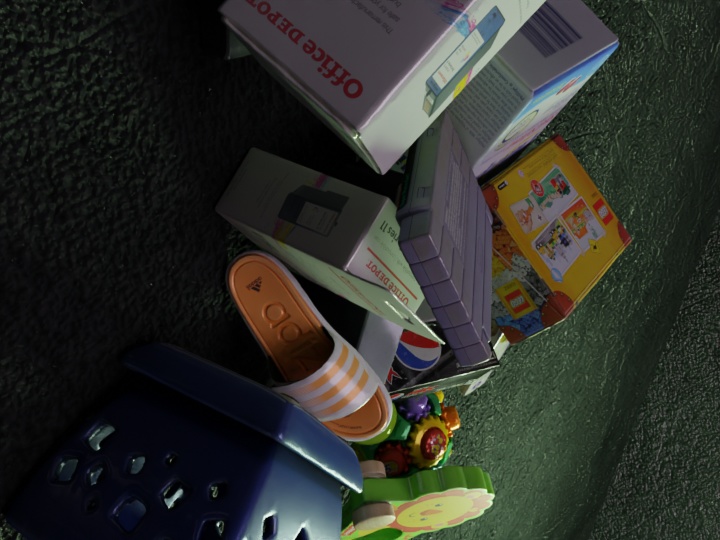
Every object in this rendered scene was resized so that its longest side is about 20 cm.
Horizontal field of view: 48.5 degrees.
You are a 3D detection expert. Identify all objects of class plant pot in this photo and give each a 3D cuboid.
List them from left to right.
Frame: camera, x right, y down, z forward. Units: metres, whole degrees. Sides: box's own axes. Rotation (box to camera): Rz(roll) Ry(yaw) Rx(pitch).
[{"bbox_3d":[-0.119,0.182,0.649,0.181,0.198,0.200,-63,149,-17],"label":"plant pot"}]

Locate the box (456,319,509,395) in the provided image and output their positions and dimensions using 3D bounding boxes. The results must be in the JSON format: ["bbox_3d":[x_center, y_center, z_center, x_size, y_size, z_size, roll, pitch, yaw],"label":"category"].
[{"bbox_3d":[0.155,0.078,0.954,0.038,0.042,0.201,-26,153,-31],"label":"box"}]

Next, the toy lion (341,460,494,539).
[{"bbox_3d":[0.053,0.284,0.945,0.190,0.069,0.200,8,141,-27],"label":"toy lion"}]

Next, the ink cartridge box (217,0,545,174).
[{"bbox_3d":[0.024,-0.192,0.548,0.200,0.145,0.088,-47,160,0],"label":"ink cartridge box"}]

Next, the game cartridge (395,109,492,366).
[{"bbox_3d":[0.073,-0.036,0.656,0.130,0.038,0.201,57,26,-27],"label":"game cartridge"}]

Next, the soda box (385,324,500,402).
[{"bbox_3d":[0.053,0.106,0.890,0.198,0.064,0.071,-10,160,-29],"label":"soda box"}]

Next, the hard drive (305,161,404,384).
[{"bbox_3d":[0.000,0.000,0.772,0.042,0.135,0.202,9,101,-36],"label":"hard drive"}]

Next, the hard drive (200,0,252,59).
[{"bbox_3d":[-0.043,-0.255,0.628,0.199,0.033,0.141,-31,134,-45],"label":"hard drive"}]

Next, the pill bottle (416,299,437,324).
[{"bbox_3d":[0.120,0.006,0.971,0.199,0.113,0.115,-5,114,-55],"label":"pill bottle"}]

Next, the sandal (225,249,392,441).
[{"bbox_3d":[-0.054,0.078,0.703,0.079,0.207,0.059,-36,-170,13],"label":"sandal"}]

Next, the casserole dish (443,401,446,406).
[{"bbox_3d":[0.065,0.236,1.111,0.199,0.039,0.122,-7,115,-56],"label":"casserole dish"}]

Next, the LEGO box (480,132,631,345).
[{"bbox_3d":[0.188,-0.040,0.854,0.077,0.150,0.200,-34,180,44],"label":"LEGO box"}]

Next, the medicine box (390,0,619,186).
[{"bbox_3d":[0.126,-0.169,0.797,0.182,0.103,0.200,-35,169,-40],"label":"medicine box"}]

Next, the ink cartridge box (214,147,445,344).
[{"bbox_3d":[-0.012,-0.022,0.657,0.068,0.199,0.117,-58,143,-9],"label":"ink cartridge box"}]

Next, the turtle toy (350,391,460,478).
[{"bbox_3d":[0.044,0.193,0.967,0.199,0.101,0.147,29,76,-35],"label":"turtle toy"}]

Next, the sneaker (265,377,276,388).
[{"bbox_3d":[-0.057,0.190,0.827,0.078,0.080,0.201,-14,140,1],"label":"sneaker"}]
